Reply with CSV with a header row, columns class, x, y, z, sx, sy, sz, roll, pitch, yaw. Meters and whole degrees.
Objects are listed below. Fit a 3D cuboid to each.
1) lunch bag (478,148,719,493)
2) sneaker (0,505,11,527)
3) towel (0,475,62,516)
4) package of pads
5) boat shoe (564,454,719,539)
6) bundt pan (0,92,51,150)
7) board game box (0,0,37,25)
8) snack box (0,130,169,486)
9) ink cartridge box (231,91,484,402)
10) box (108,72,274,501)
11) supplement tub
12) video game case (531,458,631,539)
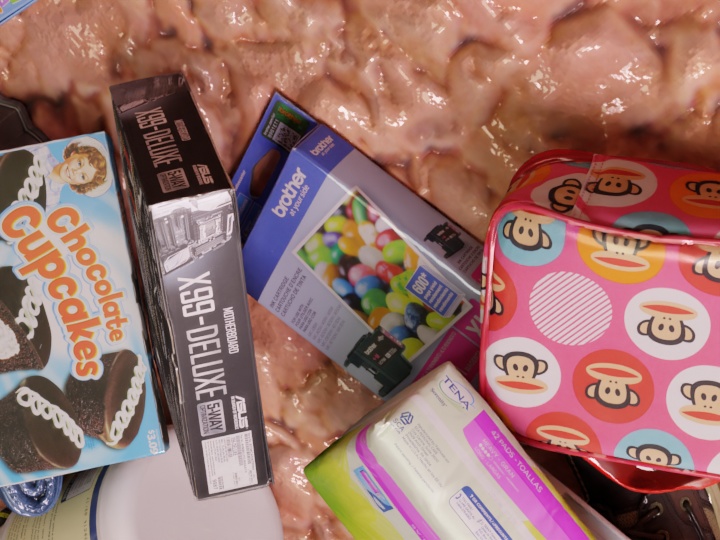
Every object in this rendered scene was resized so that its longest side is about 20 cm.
class,x,y,z,sx,sy,sz,roll,pitch,yaw
lunch bag,0.159,0.038,0.830,0.198,0.082,0.177,10,122,15
sneaker,-0.244,0.275,1.291,0.076,0.075,0.201,-15,100,47
towel,-0.249,0.105,1.122,0.112,0.048,0.200,67,160,-9
package of pads,0.054,0.141,0.907,0.155,0.068,0.200,51,163,2
boat shoe,0.170,0.149,0.926,0.073,0.065,0.201,-27,103,41
bundt pan,-0.285,-0.035,1.100,0.201,0.076,0.203,18,129,24
board game box,-0.233,-0.248,0.948,0.151,0.037,0.201,-20,106,41
snack box,-0.192,0.024,1.005,0.115,0.037,0.202,-11,89,-2
ink cartridge box,0.000,0.000,0.959,0.200,0.042,0.120,39,133,7
box,-0.100,0.008,0.958,0.049,0.158,0.201,-11,122,-11
supplement tub,-0.164,0.201,1.128,0.199,0.145,0.145,-28,102,42
video game case,0.151,0.189,0.910,0.200,0.017,0.143,38,159,34
